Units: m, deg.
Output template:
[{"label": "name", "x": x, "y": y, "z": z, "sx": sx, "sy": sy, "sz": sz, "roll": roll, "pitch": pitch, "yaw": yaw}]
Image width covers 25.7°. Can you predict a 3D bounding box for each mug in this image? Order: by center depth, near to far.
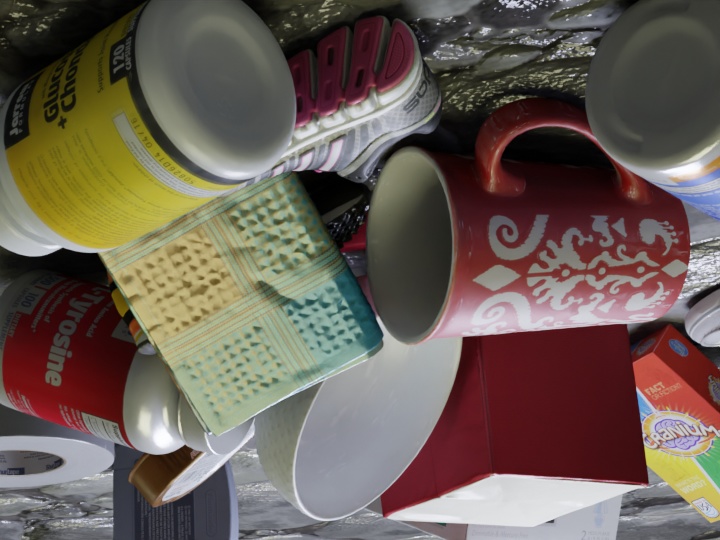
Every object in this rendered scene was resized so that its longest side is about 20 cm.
[{"label": "mug", "x": 0.128, "y": -0.023, "z": 1.084, "sx": 0.198, "sy": 0.135, "sz": 0.177, "roll": 1, "pitch": 160, "yaw": -26}]

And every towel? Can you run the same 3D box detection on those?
[{"label": "towel", "x": -0.085, "y": 0.005, "z": 1.062, "sx": 0.146, "sy": 0.022, "sz": 0.201, "roll": -26, "pitch": 118, "yaw": 4}]

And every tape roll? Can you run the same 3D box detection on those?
[{"label": "tape roll", "x": -0.343, "y": 0.160, "z": 1.556, "sx": 0.198, "sy": 0.067, "sz": 0.201, "roll": -5, "pitch": 159, "yaw": -2}]

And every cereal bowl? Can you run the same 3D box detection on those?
[{"label": "cereal bowl", "x": -0.012, "y": 0.087, "z": 1.217, "sx": 0.083, "sy": 0.201, "sz": 0.200, "roll": 29, "pitch": 178, "yaw": 31}]

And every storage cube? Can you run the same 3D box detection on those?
[{"label": "storage cube", "x": 0.122, "y": 0.116, "z": 1.377, "sx": 0.199, "sy": 0.181, "sz": 0.171, "roll": 8, "pitch": 156, "yaw": -32}]

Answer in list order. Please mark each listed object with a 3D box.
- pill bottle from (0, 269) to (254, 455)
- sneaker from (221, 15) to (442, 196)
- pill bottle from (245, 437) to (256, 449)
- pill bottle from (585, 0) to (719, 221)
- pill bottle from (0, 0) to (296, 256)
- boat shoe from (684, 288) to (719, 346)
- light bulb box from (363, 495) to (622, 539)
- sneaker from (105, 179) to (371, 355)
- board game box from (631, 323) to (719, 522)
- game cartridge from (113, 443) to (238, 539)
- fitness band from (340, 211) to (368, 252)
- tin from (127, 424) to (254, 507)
[{"label": "pill bottle", "x": -0.180, "y": 0.074, "z": 1.202, "sx": 0.198, "sy": 0.113, "sz": 0.112, "roll": 14, "pitch": 167, "yaw": 23}, {"label": "sneaker", "x": -0.034, "y": -0.084, "z": 0.961, "sx": 0.199, "sy": 0.074, "sz": 0.087, "roll": -21, "pitch": 148, "yaw": 26}, {"label": "pill bottle", "x": -0.013, "y": 0.132, "z": 1.465, "sx": 0.199, "sy": 0.113, "sz": 0.112, "roll": 10, "pitch": 155, "yaw": -34}, {"label": "pill bottle", "x": 0.231, "y": -0.087, "z": 0.959, "sx": 0.111, "sy": 0.113, "sz": 0.199, "roll": -19, "pitch": 155, "yaw": 34}, {"label": "pill bottle", "x": -0.139, "y": -0.076, "z": 0.906, "sx": 0.199, "sy": 0.113, "sz": 0.112, "roll": -23, "pitch": 153, "yaw": 39}, {"label": "boat shoe", "x": 0.374, "y": 0.041, "z": 1.390, "sx": 0.199, "sy": 0.069, "sz": 0.072, "roll": -22, "pitch": 153, "yaw": 39}, {"label": "light bulb box", "x": 0.132, "y": 0.204, "z": 1.602, "sx": 0.197, "sy": 0.126, "sz": 0.199, "roll": 9, "pitch": 180, "yaw": -32}, {"label": "sneaker", "x": -0.091, "y": -0.025, "z": 1.119, "sx": 0.199, "sy": 0.090, "sz": 0.070, "roll": -32, "pitch": 166, "yaw": 0}, {"label": "board game box", "x": 0.326, "y": 0.154, "z": 1.556, "sx": 0.200, "sy": 0.040, "sz": 0.153, "roll": 42, "pitch": 148, "yaw": -4}, {"label": "game cartridge", "x": -0.196, "y": 0.266, "z": 1.675, "sx": 0.132, "sy": 0.202, "sz": 0.041, "roll": -9, "pitch": 157, "yaw": 11}, {"label": "fitness band", "x": 0.000, "y": 0.000, "z": 1.254, "sx": 0.142, "sy": 0.038, "sz": 0.200, "roll": -8, "pitch": 160, "yaw": 2}, {"label": "tin", "x": -0.106, "y": 0.119, "z": 1.291, "sx": 0.200, "sy": 0.042, "sz": 0.112, "roll": -44, "pitch": 173, "yaw": 11}]
